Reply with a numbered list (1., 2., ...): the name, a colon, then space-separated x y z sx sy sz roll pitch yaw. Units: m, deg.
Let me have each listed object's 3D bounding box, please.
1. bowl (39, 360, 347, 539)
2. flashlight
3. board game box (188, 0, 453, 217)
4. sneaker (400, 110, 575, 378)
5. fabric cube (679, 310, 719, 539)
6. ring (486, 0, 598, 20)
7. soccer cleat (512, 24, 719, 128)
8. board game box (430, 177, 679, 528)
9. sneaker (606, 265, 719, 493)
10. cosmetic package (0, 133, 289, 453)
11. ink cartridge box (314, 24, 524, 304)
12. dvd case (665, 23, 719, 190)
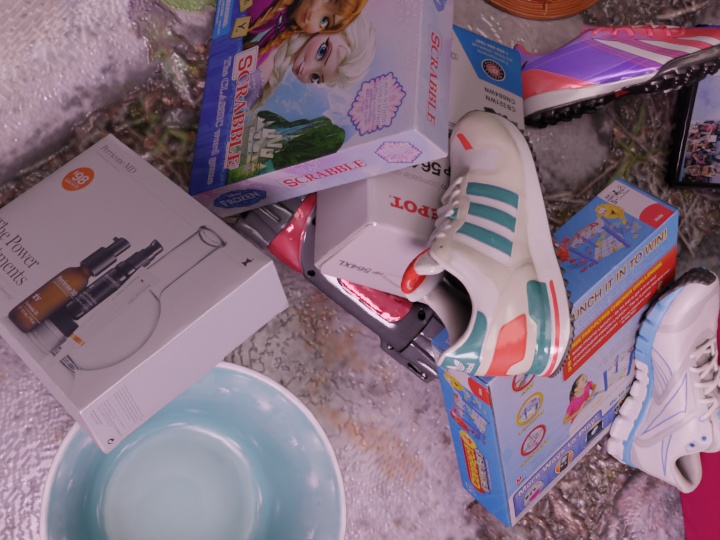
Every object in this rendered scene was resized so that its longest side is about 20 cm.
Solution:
1. bowl: -0.119 0.166 0.727 0.200 0.105 0.202 3 79 -18
2. flashlight: 0.000 0.000 0.815 0.200 0.068 0.068 37 69 -8
3. board game box: -0.027 -0.153 0.751 0.041 0.199 0.201 31 55 -47
4. sneaker: 0.069 -0.022 0.683 0.093 0.070 0.201 -3 61 -14
5. fabric cube: 0.384 0.124 0.850 0.195 0.200 0.201 -4 84 -19
6. ring: 0.155 -0.323 0.944 0.199 0.019 0.202 3 80 -17
7. soccer cleat: 0.224 -0.181 0.885 0.199 0.068 0.074 -15 83 11
8. board game box: 0.152 0.065 0.793 0.200 0.196 0.056 -39 51 -20
9. sneaker: 0.255 0.089 0.807 0.075 0.201 0.087 -26 45 -31
10. cosmetic package: -0.168 0.005 0.705 0.151 0.052 0.200 -38 52 -21
11. ink cartridge box: 0.048 -0.086 0.797 0.145 0.084 0.201 15 60 -28
12. dvd case: 0.378 -0.140 0.945 0.199 0.018 0.144 2 109 -13
